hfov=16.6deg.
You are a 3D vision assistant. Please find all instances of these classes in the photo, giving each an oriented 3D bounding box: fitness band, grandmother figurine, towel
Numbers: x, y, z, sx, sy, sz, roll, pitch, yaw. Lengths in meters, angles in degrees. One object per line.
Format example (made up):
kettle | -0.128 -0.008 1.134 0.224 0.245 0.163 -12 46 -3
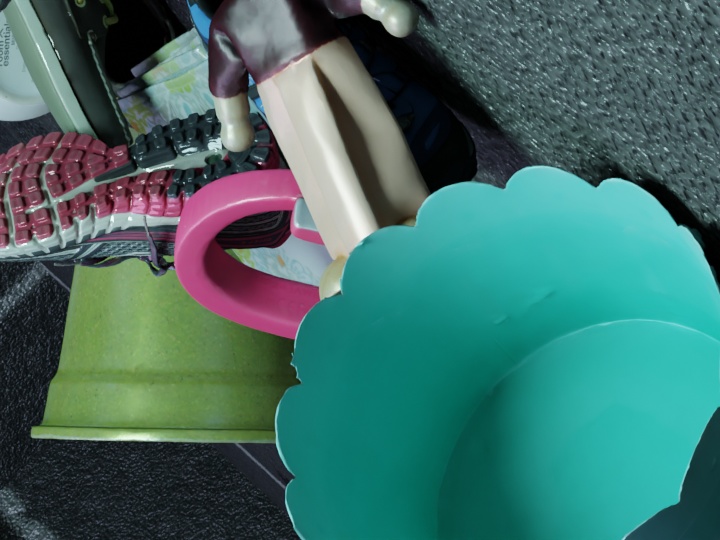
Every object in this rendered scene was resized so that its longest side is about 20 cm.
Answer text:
fitness band | 0.000 0.000 1.303 0.199 0.038 0.144 14 154 -11
grandmother figurine | -0.026 -0.095 1.105 0.201 0.121 0.061 62 -157 3
towel | -0.046 -0.056 1.419 0.200 0.048 0.171 51 157 -11

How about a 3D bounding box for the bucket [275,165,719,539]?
bucket | 0.080 0.072 1.042 0.207 0.207 0.135 38 177 38

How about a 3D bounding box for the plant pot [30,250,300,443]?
plant pot | -0.118 0.021 1.643 0.199 0.186 0.200 1 176 0

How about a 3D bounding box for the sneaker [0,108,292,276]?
sneaker | -0.133 -0.029 1.361 0.198 0.081 0.075 -6 139 18

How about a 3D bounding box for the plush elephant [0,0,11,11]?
plush elephant | -0.200 -0.201 1.254 0.154 0.165 0.200 21 152 41

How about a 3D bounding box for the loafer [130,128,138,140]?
loafer | -0.166 -0.087 1.859 0.200 0.068 0.076 50 170 -23

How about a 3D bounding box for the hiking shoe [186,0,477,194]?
hiking shoe | -0.026 -0.095 1.170 0.200 0.074 0.087 39 170 36

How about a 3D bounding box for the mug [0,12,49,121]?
mug | -0.252 -0.178 1.597 0.187 0.149 0.153 51 169 -34

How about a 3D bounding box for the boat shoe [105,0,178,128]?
boat shoe | -0.148 -0.137 1.544 0.060 0.072 0.201 30 169 32

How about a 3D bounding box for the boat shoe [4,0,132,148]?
boat shoe | -0.175 -0.157 1.410 0.202 0.060 0.072 63 166 -1
